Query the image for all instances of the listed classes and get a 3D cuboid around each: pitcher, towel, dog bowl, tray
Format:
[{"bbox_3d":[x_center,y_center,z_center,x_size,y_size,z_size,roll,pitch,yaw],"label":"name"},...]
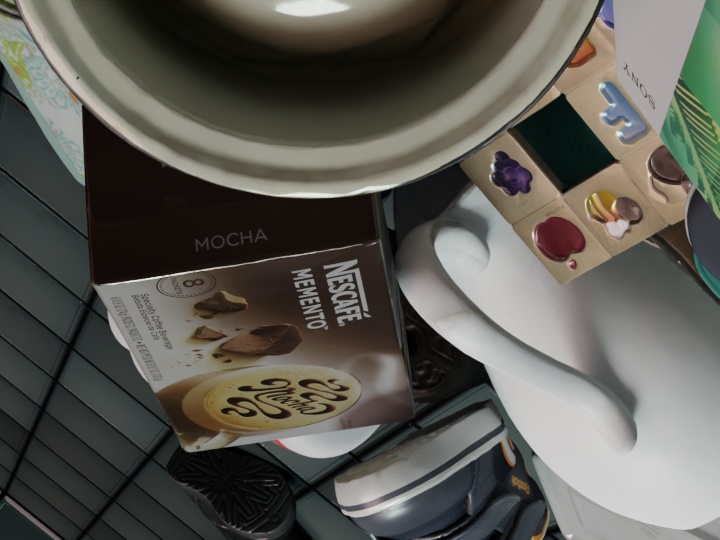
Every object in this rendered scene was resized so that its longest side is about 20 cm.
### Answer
[{"bbox_3d":[0.098,0.032,0.848,0.200,0.172,0.121,44,118,-9],"label":"pitcher"},{"bbox_3d":[-0.140,-0.098,1.138,0.170,0.048,0.200,22,155,39],"label":"towel"},{"bbox_3d":[-0.016,-0.129,0.620,0.200,0.200,0.074,45,-161,-19],"label":"dog bowl"},{"bbox_3d":[0.157,0.137,0.965,0.199,0.022,0.108,24,147,46],"label":"tray"}]

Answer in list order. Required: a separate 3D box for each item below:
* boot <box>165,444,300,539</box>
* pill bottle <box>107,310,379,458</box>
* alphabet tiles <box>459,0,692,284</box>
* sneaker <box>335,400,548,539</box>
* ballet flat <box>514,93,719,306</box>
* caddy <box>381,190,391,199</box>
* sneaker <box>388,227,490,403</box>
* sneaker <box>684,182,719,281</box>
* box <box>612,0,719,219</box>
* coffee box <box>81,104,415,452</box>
[{"bbox_3d":[-0.077,0.251,1.754,0.164,0.066,0.201,29,157,47],"label":"boot"},{"bbox_3d":[-0.073,0.041,1.228,0.199,0.113,0.113,19,153,44],"label":"pill bottle"},{"bbox_3d":[0.087,-0.092,0.704,0.167,0.008,0.200,49,138,-9],"label":"alphabet tiles"},{"bbox_3d":[0.047,0.112,0.924,0.080,0.078,0.200,67,-166,5],"label":"sneaker"},{"bbox_3d":[0.147,-0.030,0.771,0.200,0.068,0.068,38,-155,31],"label":"ballet flat"},{"bbox_3d":[-0.039,-0.101,0.879,0.142,0.104,0.200,58,167,21],"label":"caddy"},{"bbox_3d":[0.000,0.000,0.992,0.199,0.077,0.114,30,-165,27],"label":"sneaker"},{"bbox_3d":[0.178,-0.022,0.631,0.199,0.079,0.079,-19,112,47],"label":"sneaker"},{"bbox_3d":[0.114,-0.098,0.561,0.145,0.036,0.201,-117,11,-46],"label":"box"},{"bbox_3d":[-0.041,0.002,0.807,0.112,0.081,0.200,-8,156,2],"label":"coffee box"}]
